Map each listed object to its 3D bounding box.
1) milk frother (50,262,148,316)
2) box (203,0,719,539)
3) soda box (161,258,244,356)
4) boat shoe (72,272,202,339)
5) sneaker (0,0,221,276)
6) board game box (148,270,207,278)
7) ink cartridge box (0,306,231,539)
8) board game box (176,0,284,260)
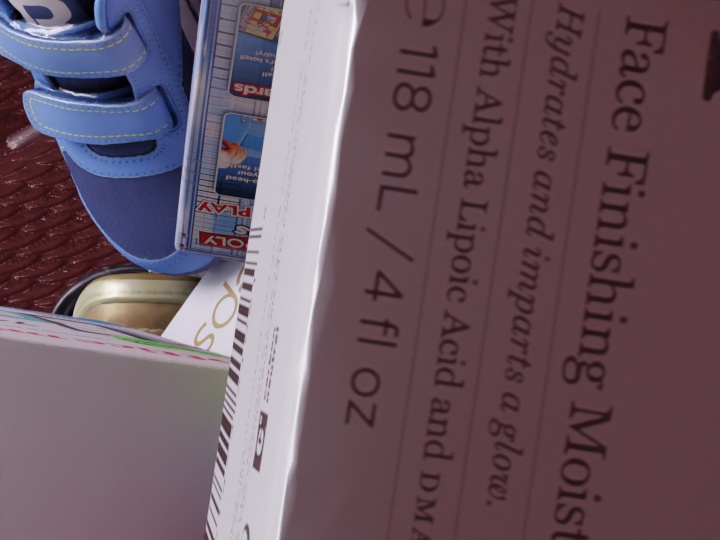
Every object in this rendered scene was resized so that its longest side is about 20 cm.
[{"bbox_3d":[-0.059,0.007,1.381,0.188,0.200,0.181,137,137,-83],"label":"milk frother"},{"bbox_3d":[0.038,0.039,0.558,0.200,0.131,0.199,-179,97,-85],"label":"box"},{"bbox_3d":[0.000,0.000,0.918,0.200,0.064,0.068,-55,37,12],"label":"soda box"},{"bbox_3d":[-0.078,0.067,1.025,0.201,0.073,0.063,103,168,-60],"label":"boat shoe"},{"bbox_3d":[-0.089,-0.083,0.879,0.082,0.074,0.200,-50,-45,-55],"label":"sneaker"},{"bbox_3d":[-0.018,-0.066,1.052,0.200,0.062,0.200,-49,15,27],"label":"board game box"},{"bbox_3d":[-0.127,0.085,0.831,0.200,0.147,0.146,10,91,65],"label":"ink cartridge box"},{"bbox_3d":[-0.014,-0.107,0.820,0.200,0.062,0.200,-85,5,-45],"label":"board game box"}]
